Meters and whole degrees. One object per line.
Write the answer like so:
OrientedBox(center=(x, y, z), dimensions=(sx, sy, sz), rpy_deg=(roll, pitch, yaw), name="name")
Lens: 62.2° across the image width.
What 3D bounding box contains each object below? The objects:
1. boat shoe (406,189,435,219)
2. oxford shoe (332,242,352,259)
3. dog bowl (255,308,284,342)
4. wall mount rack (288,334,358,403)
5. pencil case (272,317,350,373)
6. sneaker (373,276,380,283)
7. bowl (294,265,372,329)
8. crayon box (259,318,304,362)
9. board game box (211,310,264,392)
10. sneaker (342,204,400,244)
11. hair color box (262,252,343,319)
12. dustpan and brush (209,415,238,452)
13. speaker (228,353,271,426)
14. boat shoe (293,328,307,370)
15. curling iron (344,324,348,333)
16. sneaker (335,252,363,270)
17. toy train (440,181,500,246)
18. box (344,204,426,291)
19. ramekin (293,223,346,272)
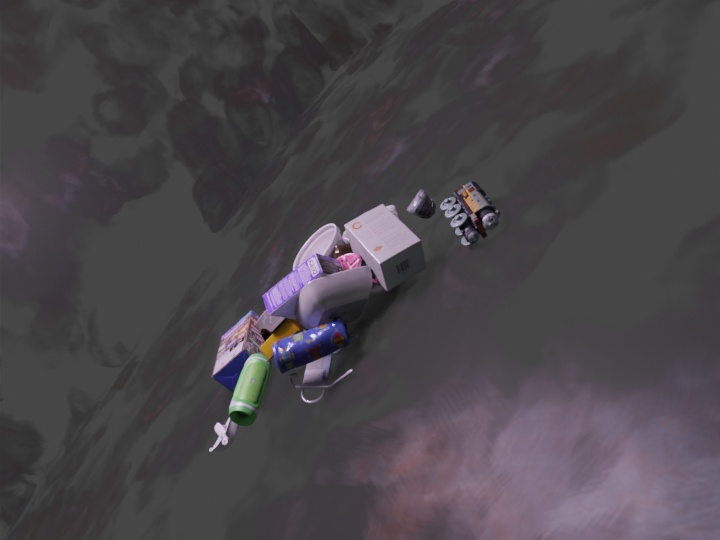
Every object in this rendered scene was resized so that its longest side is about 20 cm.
OrientedBox(center=(0.173, -0.172, 1.656), dimensions=(0.073, 0.070, 0.200), rpy_deg=(-55, 2, 17), name="boat shoe")
OrientedBox(center=(-0.062, -0.024, 1.755), dimensions=(0.200, 0.084, 0.073), rpy_deg=(-44, -9, -36), name="oxford shoe")
OrientedBox(center=(-0.220, 0.117, 1.717), dimensions=(0.200, 0.059, 0.200), rpy_deg=(-45, -4, -4), name="dog bowl")
OrientedBox(center=(-0.089, 0.236, 1.517), dimensions=(0.169, 0.076, 0.202), rpy_deg=(-4, 41, 11), name="wall mount rack")
OrientedBox(center=(-0.122, 0.181, 1.478), dimensions=(0.196, 0.079, 0.087), rpy_deg=(-22, 35, -7), name="pencil case")
OrientedBox(center=(0.000, 0.000, 1.669), dimensions=(0.198, 0.095, 0.080), rpy_deg=(-26, 34, 44), name="sneaker")
OrientedBox(center=(-0.062, 0.084, 1.531), dimensions=(0.076, 0.196, 0.201), rpy_deg=(65, 154, 23), name="bowl")
OrientedBox(center=(-0.213, 0.186, 1.706), dimensions=(0.127, 0.051, 0.200), rpy_deg=(-45, -4, 7), name="crayon box")
OrientedBox(center=(-0.382, 0.261, 1.935), dimensions=(0.159, 0.097, 0.202), rpy_deg=(-39, 26, 21), name="board game box")
OrientedBox(center=(0.037, -0.138, 1.833), dimensions=(0.197, 0.079, 0.100), rpy_deg=(-23, 21, 17), name="sneaker")
OrientedBox(center=(-0.144, 0.044, 1.532), dimensions=(0.199, 0.109, 0.066), rpy_deg=(-36, 63, 23), name="hair color box")
OrientedBox(center=(-0.381, 0.461, 1.677), dimensions=(0.142, 0.057, 0.199), rpy_deg=(-62, 26, -9), name="dustpan and brush")
OrientedBox(center=(-0.316, 0.341, 1.724), dimensions=(0.088, 0.088, 0.202), rpy_deg=(-31, 30, 33), name="speaker")
OrientedBox(center=(-0.136, 0.185, 1.663), dimensions=(0.200, 0.068, 0.072), rpy_deg=(-47, 24, 4), name="boat shoe")
OrientedBox(center=(-0.050, 0.111, 1.662), dimensions=(0.025, 0.049, 0.201), rpy_deg=(-41, 31, 17), name="curling iron")
OrientedBox(center=(-0.036, 0.019, 1.612), dimensions=(0.086, 0.074, 0.201), rpy_deg=(-15, -31, -41), name="sneaker")
OrientedBox(center=(0.266, -0.140, 1.441), dimensions=(0.113, 0.086, 0.201), rpy_deg=(-33, 27, 10), name="toy train")
OrientedBox(center=(0.062, -0.062, 1.532), dimensions=(0.123, 0.099, 0.200), rpy_deg=(-28, 43, -12), name="box")
OrientedBox(center=(-0.112, -0.038, 1.898), dimensions=(0.199, 0.105, 0.202), rpy_deg=(-39, 27, 23), name="ramekin")
